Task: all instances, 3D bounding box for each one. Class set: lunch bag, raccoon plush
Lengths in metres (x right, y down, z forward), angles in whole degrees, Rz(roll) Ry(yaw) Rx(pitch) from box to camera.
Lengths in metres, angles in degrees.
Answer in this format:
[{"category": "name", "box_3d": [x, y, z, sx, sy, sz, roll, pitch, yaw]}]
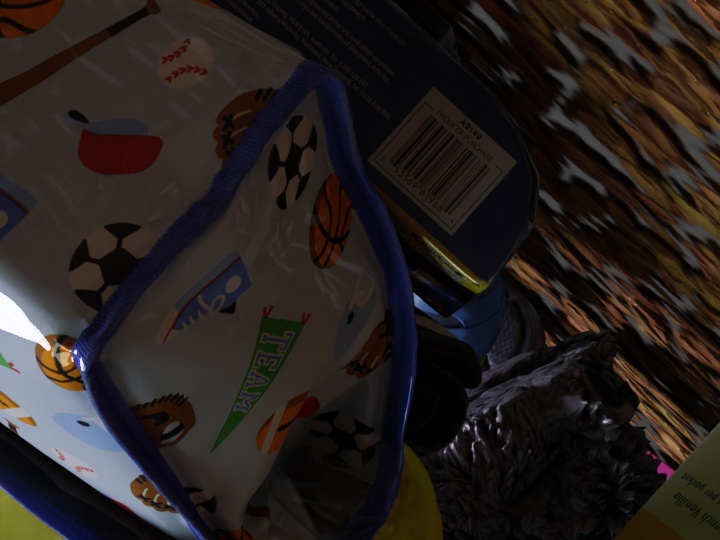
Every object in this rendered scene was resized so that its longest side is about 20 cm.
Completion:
[{"category": "lunch bag", "box_3d": [-0.078, -0.001, 0.843, 0.170, 0.124, 0.200, 34, 165, 26]}, {"category": "raccoon plush", "box_3d": [0.053, 0.113, 1.102, 0.134, 0.200, 0.097, 64, -177, -6]}]

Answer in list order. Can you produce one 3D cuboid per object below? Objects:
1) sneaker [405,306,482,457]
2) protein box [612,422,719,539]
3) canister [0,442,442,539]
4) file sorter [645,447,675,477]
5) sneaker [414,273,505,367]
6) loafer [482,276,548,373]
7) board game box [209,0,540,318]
[{"category": "sneaker", "box_3d": [-0.019, 0.034, 1.019, 0.115, 0.076, 0.201, 41, 173, 10]}, {"category": "protein box", "box_3d": [0.139, 0.194, 1.007, 0.135, 0.200, 0.199, 38, 171, 43]}, {"category": "canister", "box_3d": [-0.045, 0.130, 0.999, 0.148, 0.087, 0.200, 1, 150, 4]}, {"category": "file sorter", "box_3d": [0.123, 0.167, 1.274, 0.200, 0.125, 0.139, 39, 172, 38]}, {"category": "sneaker", "box_3d": [-0.015, -0.044, 1.118, 0.200, 0.066, 0.079, 47, 150, 25]}, {"category": "loafer", "box_3d": [0.000, 0.000, 1.235, 0.200, 0.072, 0.063, 37, 175, 29]}, {"category": "board game box", "box_3d": [-0.025, -0.075, 0.922, 0.200, 0.062, 0.200, 42, 176, 0]}]
